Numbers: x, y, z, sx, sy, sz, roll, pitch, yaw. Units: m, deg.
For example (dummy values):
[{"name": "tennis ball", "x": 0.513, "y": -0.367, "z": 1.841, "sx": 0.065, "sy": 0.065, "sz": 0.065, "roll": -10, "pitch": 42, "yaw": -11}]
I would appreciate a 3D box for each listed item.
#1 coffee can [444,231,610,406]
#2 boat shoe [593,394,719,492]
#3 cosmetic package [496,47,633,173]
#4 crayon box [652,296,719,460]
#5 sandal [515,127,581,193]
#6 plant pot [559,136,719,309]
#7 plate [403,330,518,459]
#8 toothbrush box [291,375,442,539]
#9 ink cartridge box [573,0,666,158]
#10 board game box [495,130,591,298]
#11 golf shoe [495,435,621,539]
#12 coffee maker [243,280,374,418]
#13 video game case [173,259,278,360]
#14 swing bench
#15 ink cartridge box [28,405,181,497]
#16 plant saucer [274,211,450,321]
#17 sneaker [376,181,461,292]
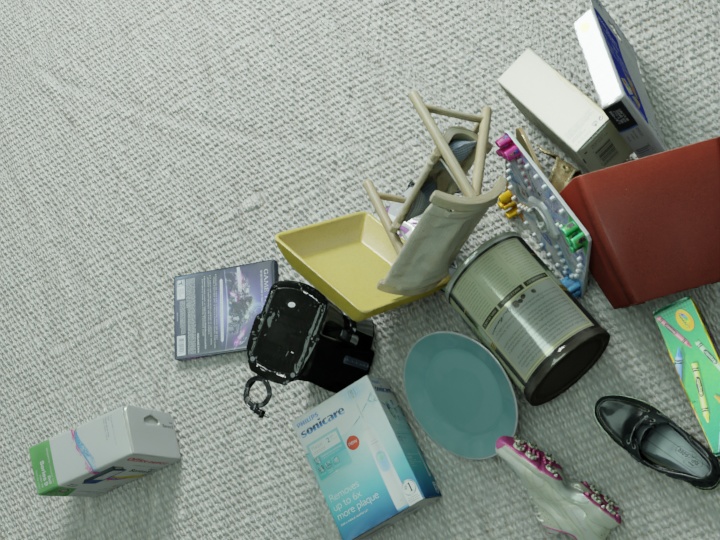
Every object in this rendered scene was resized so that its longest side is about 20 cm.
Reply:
[{"name": "coffee can", "x": 0.234, "y": 0.066, "z": 1.564, "sx": 0.146, "sy": 0.146, "sz": 0.201, "roll": -43, "pitch": 64, "yaw": 10}, {"name": "boat shoe", "x": 0.398, "y": 0.229, "z": 1.494, "sx": 0.199, "sy": 0.066, "sz": 0.075, "roll": 39, "pitch": 96, "yaw": 27}, {"name": "cosmetic package", "x": 0.296, "y": -0.225, "z": 1.605, "sx": 0.073, "sy": 0.103, "sz": 0.201, "roll": -43, "pitch": 51, "yaw": 8}, {"name": "crayon box", "x": 0.458, "y": 0.145, "z": 1.457, "sx": 0.058, "sy": 0.119, "sz": 0.203, "roll": -25, "pitch": 68, "yaw": 17}, {"name": "sandal", "x": 0.299, "y": -0.122, "z": 1.633, "sx": 0.069, "sy": 0.078, "sz": 0.215, "roll": -19, "pitch": 75, "yaw": -2}, {"name": "plant pot", "x": 0.390, "y": -0.052, "z": 1.483, "sx": 0.196, "sy": 0.200, "sz": 0.179, "roll": -15, "pitch": 85, "yaw": 2}, {"name": "plate", "x": 0.148, "y": 0.178, "z": 1.603, "sx": 0.198, "sy": 0.025, "sz": 0.204, "roll": 18, "pitch": 120, "yaw": 33}, {"name": "toothbrush box", "x": 0.008, "y": 0.280, "z": 1.649, "sx": 0.145, "sy": 0.085, "sz": 0.202, "roll": -31, "pitch": 70, "yaw": 15}, {"name": "ink cartridge box", "x": 0.359, "y": -0.269, "z": 1.544, "sx": 0.047, "sy": 0.197, "sz": 0.203, "roll": -26, "pitch": 57, "yaw": 23}, {"name": "board game box", "x": 0.253, "y": -0.072, "z": 1.559, "sx": 0.026, "sy": 0.201, "sz": 0.201, "roll": -30, "pitch": 65, "yaw": -6}, {"name": "golf shoe", "x": 0.259, "y": 0.310, "z": 1.523, "sx": 0.199, "sy": 0.075, "sz": 0.092, "roll": 36, "pitch": 106, "yaw": 13}, {"name": "coffee maker", "x": -0.081, "y": 0.125, "z": 1.668, "sx": 0.193, "sy": 0.200, "sz": 0.135, "roll": -49, "pitch": 62, "yaw": 6}, {"name": "video game case", "x": -0.226, "y": 0.067, "z": 1.852, "sx": 0.197, "sy": 0.019, "sz": 0.146, "roll": -9, "pitch": 75, "yaw": 22}, {"name": "swing bench", "x": 0.103, "y": -0.099, "z": 1.526, "sx": 0.200, "sy": 0.128, "sz": 0.203, "roll": 122, "pitch": 148, "yaw": -46}, {"name": "ink cartridge box", "x": -0.417, "y": 0.300, "z": 1.814, "sx": 0.198, "sy": 0.145, "sz": 0.089, "roll": -26, "pitch": 69, "yaw": 17}, {"name": "plant saucer", "x": 0.000, "y": 0.000, "z": 1.605, "sx": 0.199, "sy": 0.198, "sz": 0.049, "roll": 40, "pitch": 128, "yaw": 30}, {"name": "sneaker", "x": 0.121, "y": -0.062, "z": 1.687, "sx": 0.200, "sy": 0.078, "sz": 0.141, "roll": 42, "pitch": 98, "yaw": 26}]
